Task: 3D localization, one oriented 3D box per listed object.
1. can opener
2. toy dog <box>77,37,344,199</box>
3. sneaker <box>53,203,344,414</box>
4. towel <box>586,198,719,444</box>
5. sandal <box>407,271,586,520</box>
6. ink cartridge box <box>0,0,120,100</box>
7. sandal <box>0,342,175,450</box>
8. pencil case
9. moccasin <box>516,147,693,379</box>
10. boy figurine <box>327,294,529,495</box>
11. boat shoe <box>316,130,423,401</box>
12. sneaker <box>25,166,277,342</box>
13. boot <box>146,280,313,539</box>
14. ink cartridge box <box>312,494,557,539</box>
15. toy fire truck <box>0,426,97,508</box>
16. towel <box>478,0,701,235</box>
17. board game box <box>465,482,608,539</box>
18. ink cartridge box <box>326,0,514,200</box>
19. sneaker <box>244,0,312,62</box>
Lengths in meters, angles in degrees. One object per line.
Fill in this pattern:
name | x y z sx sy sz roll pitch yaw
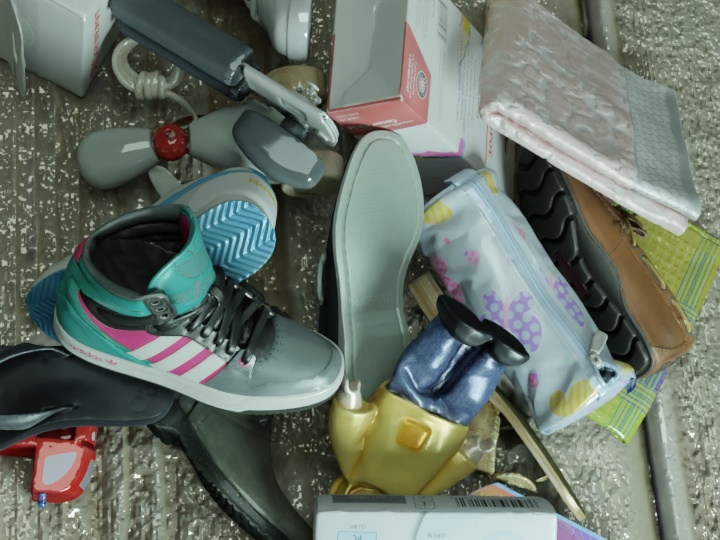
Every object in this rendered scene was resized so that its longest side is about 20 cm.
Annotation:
can opener | -0.099 -0.136 0.954 0.199 0.053 0.067 37 77 14
toy dog | -0.102 -0.090 1.018 0.198 0.096 0.133 12 71 7
sneaker | -0.100 0.019 0.864 0.198 0.121 0.084 13 52 -2
towel | 0.197 0.020 1.071 0.143 0.023 0.201 30 68 -2
sandal | 0.080 0.108 0.997 0.069 0.078 0.213 -33 86 5
ink cartridge box | -0.228 -0.241 1.005 0.124 0.129 0.201 26 67 -3
sandal | -0.221 0.078 0.888 0.198 0.043 0.077 -11 72 -14
pencil case | 0.117 0.022 0.992 0.083 0.091 0.201 -32 75 -8
moccasin | 0.189 -0.018 1.032 0.077 0.074 0.202 -25 75 -33
boy figurine | 0.028 0.115 0.931 0.124 0.064 0.201 31 100 -20
boat shoe | 0.000 0.000 0.978 0.075 0.060 0.203 6 90 -27
sneaker | -0.145 -0.007 0.955 0.198 0.081 0.077 -23 116 14
boot | -0.071 0.098 0.952 0.130 0.068 0.200 -42 82 -15
ink cartridge box | 0.046 0.252 0.895 0.158 0.047 0.203 1 93 -4
toy fire truck | -0.281 0.153 0.901 0.198 0.049 0.143 7 71 -11
towel | 0.176 -0.131 1.044 0.190 0.032 0.201 29 34 -12
board game box | 0.124 0.251 0.945 0.199 0.039 0.159 28 81 -2
ink cartridge box | 0.054 -0.134 1.032 0.067 0.200 0.118 -7 67 29
sneaker | -0.093 -0.226 1.038 0.114 0.074 0.201 2 38 -8
